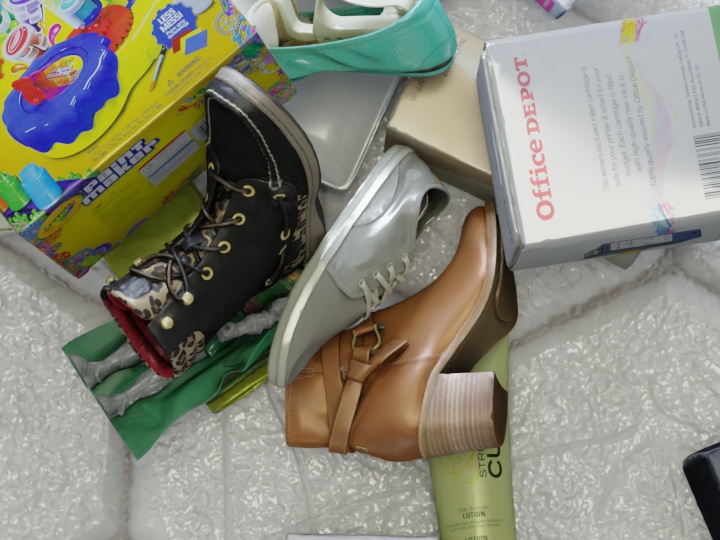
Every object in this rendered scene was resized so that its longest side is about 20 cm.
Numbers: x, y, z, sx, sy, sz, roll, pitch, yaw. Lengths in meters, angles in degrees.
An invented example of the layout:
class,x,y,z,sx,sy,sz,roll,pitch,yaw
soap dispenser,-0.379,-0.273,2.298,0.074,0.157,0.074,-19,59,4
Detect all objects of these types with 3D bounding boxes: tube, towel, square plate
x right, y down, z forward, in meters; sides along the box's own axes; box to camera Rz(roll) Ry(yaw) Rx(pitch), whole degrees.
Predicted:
class,x,y,z,sx,sy,sz,roll,pitch,yaw
tube,0.075,0.135,1.519,0.058,0.052,0.201,7,69,-33
towel,-0.126,-0.001,1.555,0.086,0.018,0.200,-35,82,-7
square plate,-0.057,-0.183,1.582,0.199,0.028,0.199,25,81,4

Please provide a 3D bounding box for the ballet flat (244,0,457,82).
class,x,y,z,sx,sy,sz,roll,pitch,yaw
ballet flat,-0.032,-0.168,1.505,0.199,0.067,0.071,-3,123,19

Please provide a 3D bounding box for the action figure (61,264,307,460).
class,x,y,z,sx,sy,sz,roll,pitch,yaw
action figure,-0.102,0.032,1.510,0.200,0.055,0.118,-33,58,-10

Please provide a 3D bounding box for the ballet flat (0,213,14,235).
class,x,y,z,sx,sy,sz,roll,pitch,yaw
ballet flat,-0.270,-0.064,1.546,0.199,0.074,0.074,27,81,7

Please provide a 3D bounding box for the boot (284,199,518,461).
class,x,y,z,sx,sy,sz,roll,pitch,yaw
boot,0.028,0.042,1.519,0.155,0.077,0.201,-3,64,17

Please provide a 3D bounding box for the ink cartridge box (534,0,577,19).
class,x,y,z,sx,sy,sz,roll,pitch,yaw
ink cartridge box,0.108,-0.290,1.545,0.200,0.042,0.119,43,79,-3

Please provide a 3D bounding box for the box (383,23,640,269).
class,x,y,z,sx,sy,sz,roll,pitch,yaw
box,0.124,-0.089,1.542,0.199,0.078,0.095,25,80,4

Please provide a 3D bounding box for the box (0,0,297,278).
class,x,y,z,sx,sy,sz,roll,pitch,yaw
box,-0.186,-0.140,1.448,0.200,0.122,0.193,-41,72,0

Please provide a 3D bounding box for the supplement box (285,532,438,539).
class,x,y,z,sx,sy,sz,roll,pitch,yaw
supplement box,-0.002,0.282,1.485,0.108,0.061,0.201,1,81,-1

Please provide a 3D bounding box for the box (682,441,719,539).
class,x,y,z,sx,sy,sz,roll,pitch,yaw
box,0.328,0.191,1.483,0.147,0.104,0.201,-23,82,-4

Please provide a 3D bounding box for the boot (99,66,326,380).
class,x,y,z,sx,sy,sz,roll,pitch,yaw
boot,-0.099,-0.025,1.402,0.073,0.200,0.151,37,70,23

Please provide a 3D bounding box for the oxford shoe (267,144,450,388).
class,x,y,z,sx,sy,sz,roll,pitch,yaw
oxford shoe,0.000,0.000,1.480,0.058,0.075,0.200,30,64,10

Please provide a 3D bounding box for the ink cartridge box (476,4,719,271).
class,x,y,z,sx,sy,sz,roll,pitch,yaw
ink cartridge box,0.186,-0.090,1.459,0.199,0.088,0.146,-9,78,-5
